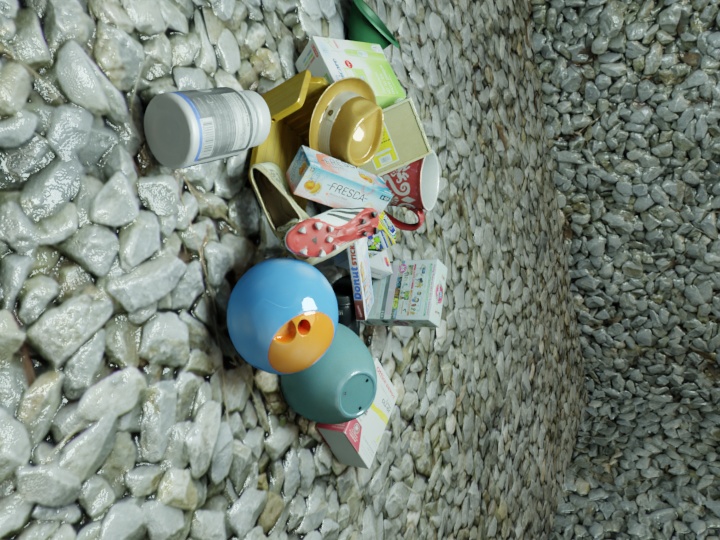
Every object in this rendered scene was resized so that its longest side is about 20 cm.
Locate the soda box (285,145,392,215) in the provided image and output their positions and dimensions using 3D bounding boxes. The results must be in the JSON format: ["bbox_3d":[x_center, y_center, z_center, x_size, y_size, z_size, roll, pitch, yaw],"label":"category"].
[{"bbox_3d":[-0.038,-0.160,1.150,0.197,0.069,0.064,15,34,-37],"label":"soda box"}]

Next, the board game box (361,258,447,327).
[{"bbox_3d":[0.098,0.055,1.463,0.064,0.196,0.151,36,59,-50],"label":"board game box"}]

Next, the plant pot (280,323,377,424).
[{"bbox_3d":[-0.041,0.222,1.227,0.197,0.134,0.205,-11,110,-34],"label":"plant pot"}]

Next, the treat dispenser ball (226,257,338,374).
[{"bbox_3d":[-0.136,0.080,1.088,0.199,0.197,0.207,4,85,-57],"label":"treat dispenser ball"}]

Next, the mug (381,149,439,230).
[{"bbox_3d":[0.068,-0.188,1.418,0.133,0.195,0.183,1,94,-66],"label":"mug"}]

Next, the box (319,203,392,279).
[{"bbox_3d":[-0.008,-0.073,1.401,0.198,0.041,0.159,15,55,-56],"label":"box"}]

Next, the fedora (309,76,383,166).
[{"bbox_3d":[-0.011,-0.266,1.186,0.199,0.081,0.205,-27,128,-40],"label":"fedora"}]

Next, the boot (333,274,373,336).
[{"bbox_3d":[-0.025,0.112,1.385,0.200,0.074,0.173,-46,141,-68],"label":"boot"}]

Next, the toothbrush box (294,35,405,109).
[{"bbox_3d":[-0.019,-0.405,1.313,0.197,0.086,0.148,-12,70,-41],"label":"toothbrush box"}]

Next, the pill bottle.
[{"bbox_3d":[-0.244,-0.240,1.012,0.199,0.112,0.117,-31,114,-54],"label":"pill bottle"}]

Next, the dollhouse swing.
[{"bbox_3d":[-0.104,-0.232,1.199,0.199,0.179,0.180,36,40,-52],"label":"dollhouse swing"}]

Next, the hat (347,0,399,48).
[{"bbox_3d":[-0.016,-0.528,1.479,0.164,0.176,0.202,14,40,-54],"label":"hat"}]

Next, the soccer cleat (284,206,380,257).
[{"bbox_3d":[-0.055,-0.073,1.092,0.197,0.085,0.070,-20,114,-31],"label":"soccer cleat"}]

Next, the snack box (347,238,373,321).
[{"bbox_3d":[0.000,0.000,1.276,0.072,0.024,0.204,-63,151,-56],"label":"snack box"}]

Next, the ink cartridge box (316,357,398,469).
[{"bbox_3d":[-0.002,0.318,1.398,0.147,0.082,0.202,61,41,-36],"label":"ink cartridge box"}]

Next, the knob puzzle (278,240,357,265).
[{"bbox_3d":[-0.069,-0.071,1.205,0.220,0.216,0.031,-52,123,-45],"label":"knob puzzle"}]

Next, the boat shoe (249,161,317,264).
[{"bbox_3d":[-0.141,-0.098,1.105,0.203,0.072,0.063,59,17,-2],"label":"boat shoe"}]

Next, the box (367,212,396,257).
[{"bbox_3d":[-0.003,-0.131,1.337,0.201,0.069,0.065,50,25,-27],"label":"box"}]

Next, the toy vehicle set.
[{"bbox_3d":[0.041,-0.272,1.320,0.027,0.196,0.127,-70,137,-71],"label":"toy vehicle set"}]
